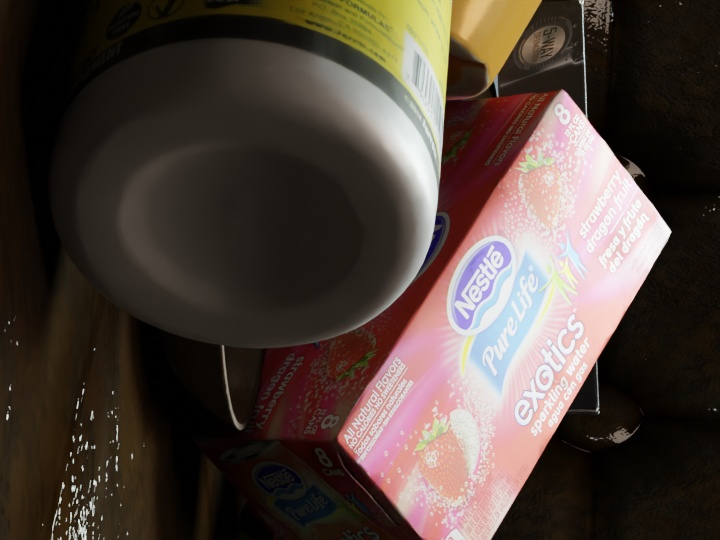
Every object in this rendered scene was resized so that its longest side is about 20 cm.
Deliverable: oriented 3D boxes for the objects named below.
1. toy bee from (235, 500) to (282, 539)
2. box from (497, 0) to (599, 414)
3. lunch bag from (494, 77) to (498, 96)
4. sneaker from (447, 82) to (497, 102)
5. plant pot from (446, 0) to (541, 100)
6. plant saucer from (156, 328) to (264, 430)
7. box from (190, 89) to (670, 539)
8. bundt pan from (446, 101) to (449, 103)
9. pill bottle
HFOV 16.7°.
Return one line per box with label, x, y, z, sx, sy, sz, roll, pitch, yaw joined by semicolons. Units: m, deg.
toy bee;0.017;0.181;1.225;0.131;0.199;0.109;-138;-110;-75
box;0.093;-0.038;1.237;0.160;0.043;0.202;-52;140;-83
lunch bag;0.038;-0.041;1.387;0.076;0.159;0.202;80;12;-71
sneaker;0.007;-0.143;1.347;0.081;0.083;0.201;72;-5;-54
plant pot;0.027;-0.183;1.079;0.200;0.199;0.185;76;32;-76
plant saucer;-0.056;-0.040;0.953;0.200;0.032;0.202;3;90;-86
box;0.033;0.026;1.046;0.096;0.099;0.201;50;59;-27
bundt pan;0.000;0.000;1.217;0.202;0.075;0.203;21;90;-86
pill bottle;-0.028;-0.084;0.754;0.113;0.111;0.201;88;5;-46
